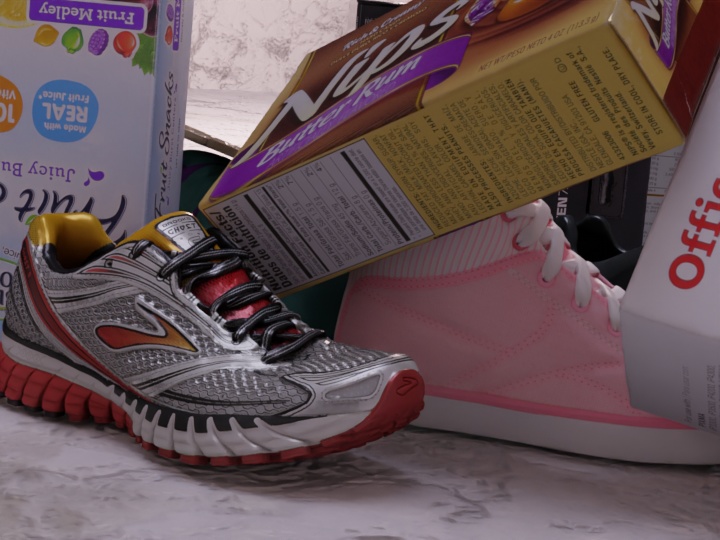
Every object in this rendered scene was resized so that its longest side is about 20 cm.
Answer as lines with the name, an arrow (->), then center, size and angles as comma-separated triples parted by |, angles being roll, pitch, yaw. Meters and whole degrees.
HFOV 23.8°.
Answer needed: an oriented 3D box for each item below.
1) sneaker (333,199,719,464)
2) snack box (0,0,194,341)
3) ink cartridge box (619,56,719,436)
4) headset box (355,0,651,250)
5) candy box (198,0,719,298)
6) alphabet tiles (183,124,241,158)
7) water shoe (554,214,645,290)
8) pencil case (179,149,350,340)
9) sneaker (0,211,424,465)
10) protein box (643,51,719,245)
sneaker -> 0.087, 0.017, 0.699 | 0.199, 0.105, 0.075 | 8, 7, 10
snack box -> -0.150, -0.063, 0.755 | 0.141, 0.202, 0.053 | 7, 8, 12
ink cartridge box -> 0.207, 0.000, 0.602 | 0.199, 0.147, 0.083 | 17, -22, 21
headset box -> 0.079, -0.065, 0.997 | 0.092, 0.175, 0.200 | -1, 9, -33
candy box -> 0.042, -0.069, 0.655 | 0.199, 0.057, 0.117 | -19, 28, 38
alphabet tiles -> -0.080, -0.068, 0.875 | 0.165, 0.006, 0.200 | 22, 2, 3
water shoe -> 0.166, 0.017, 0.829 | 0.199, 0.080, 0.071 | 12, 11, 39
pencil case -> -0.053, -0.004, 0.820 | 0.092, 0.086, 0.200 | 3, 9, -24
sneaker -> -0.064, 0.022, 0.638 | 0.199, 0.083, 0.078 | 12, 11, 34
protein box -> 0.155, -0.104, 1.219 | 0.134, 0.202, 0.199 | 4, 9, -11
